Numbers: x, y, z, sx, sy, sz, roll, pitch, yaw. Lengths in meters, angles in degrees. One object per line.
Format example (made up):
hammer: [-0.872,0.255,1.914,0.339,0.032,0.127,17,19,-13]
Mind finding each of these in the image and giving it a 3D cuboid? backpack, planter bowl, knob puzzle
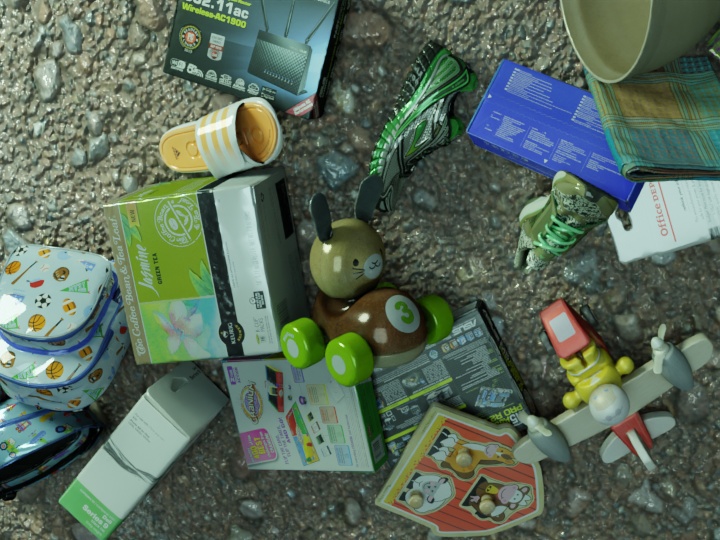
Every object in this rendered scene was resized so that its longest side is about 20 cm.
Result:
backpack: [-0.374,0.071,1.245,0.196,0.155,0.194,5,64,12]
planter bowl: [0.302,-0.303,1.014,0.132,0.200,0.204,-11,103,-11]
backpack: [-0.447,0.213,1.319,0.197,0.183,0.136,-26,80,4]
knob puzzle: [0.140,0.268,1.238,0.215,0.031,0.223,1,121,2]

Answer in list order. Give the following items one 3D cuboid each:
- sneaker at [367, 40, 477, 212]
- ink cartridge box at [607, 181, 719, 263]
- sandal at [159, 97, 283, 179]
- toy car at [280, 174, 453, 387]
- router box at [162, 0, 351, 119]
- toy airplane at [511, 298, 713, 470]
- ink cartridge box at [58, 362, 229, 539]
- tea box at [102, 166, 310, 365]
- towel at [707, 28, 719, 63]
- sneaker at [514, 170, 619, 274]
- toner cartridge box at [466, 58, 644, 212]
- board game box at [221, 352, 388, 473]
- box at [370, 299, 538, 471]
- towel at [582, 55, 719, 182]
sneaker: [0.068,-0.154,1.152,0.084,0.078,0.202,28,108,4]
ink cartridge box: [0.367,-0.093,1.102,0.197,0.068,0.118,-17,97,16]
sandal: [-0.178,-0.144,1.190,0.204,0.059,0.080,-10,110,38]
toy car: [0.000,0.000,1.133,0.156,0.163,0.204,13,116,45]
router box: [-0.121,-0.279,1.172,0.197,0.062,0.152,18,106,8]
toy airplane: [0.284,0.149,1.144,0.195,0.141,0.204,13,104,5]
ink cartridge box: [-0.277,0.229,1.294,0.084,0.146,0.200,41,109,0]
tea box: [-0.182,-0.007,1.219,0.193,0.134,0.204,-7,103,15]
towel: [0.465,-0.254,1.029,0.143,0.023,0.201,42,88,-2]
sneaker: [0.215,-0.040,1.080,0.076,0.200,0.090,26,75,-1]
toner cartridge box: [0.223,-0.149,1.089,0.198,0.043,0.096,28,87,25]
board game box: [-0.072,0.174,1.260,0.197,0.040,0.156,-5,103,31]
box: [0.097,0.151,1.241,0.198,0.044,0.162,-27,97,18]
towel: [0.315,-0.161,1.024,0.144,0.202,0.022,-1,135,-2]
